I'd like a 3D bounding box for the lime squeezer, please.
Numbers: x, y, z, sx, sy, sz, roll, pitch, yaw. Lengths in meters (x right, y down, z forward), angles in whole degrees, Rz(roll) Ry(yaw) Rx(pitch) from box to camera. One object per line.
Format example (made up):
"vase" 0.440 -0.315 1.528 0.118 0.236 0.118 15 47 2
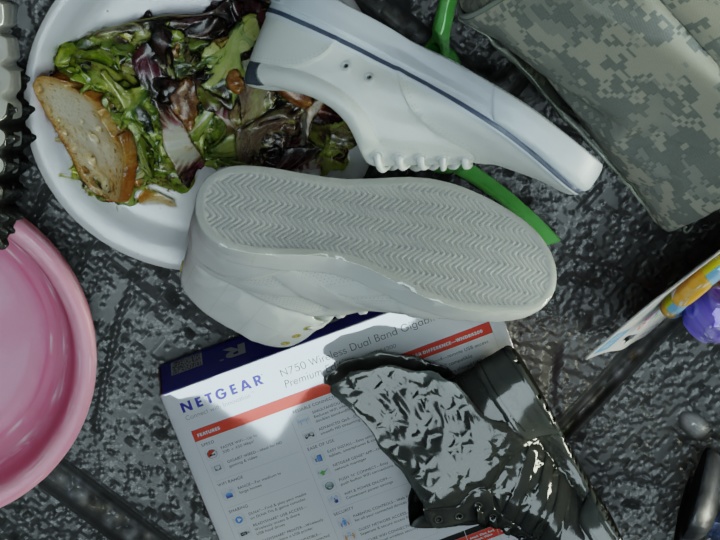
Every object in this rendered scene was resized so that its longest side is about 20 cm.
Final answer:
"lime squeezer" 0.058 -0.098 1.628 0.071 0.038 0.200 -13 108 2

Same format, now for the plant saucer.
"plant saucer" -0.248 0.043 1.643 0.200 0.051 0.201 -1 110 -4

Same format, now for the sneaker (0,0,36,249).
"sneaker" -0.225 -0.107 1.575 0.090 0.066 0.200 -2 92 7

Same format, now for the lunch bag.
"lunch bag" 0.167 -0.133 1.572 0.168 0.139 0.200 -39 108 19

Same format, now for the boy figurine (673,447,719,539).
"boy figurine" 0.283 0.164 1.709 0.200 0.065 0.124 17 149 -1

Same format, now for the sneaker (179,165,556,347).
"sneaker" 0.000 0.000 1.606 0.200 0.116 0.074 13 64 -7

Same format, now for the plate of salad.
"plate of salad" -0.085 -0.091 1.612 0.200 0.048 0.200 -2 109 -4

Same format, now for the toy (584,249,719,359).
"toy" 0.225 -0.005 1.613 0.200 0.115 0.047 -44 78 20

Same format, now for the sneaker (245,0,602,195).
"sneaker" 0.032 -0.082 1.575 0.200 0.073 0.071 28 94 4

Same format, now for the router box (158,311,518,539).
"router box" 0.007 0.106 1.688 0.200 0.049 0.180 -20 110 2

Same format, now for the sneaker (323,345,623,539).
"sneaker" 0.071 0.120 1.643 0.104 0.060 0.200 -29 104 3
